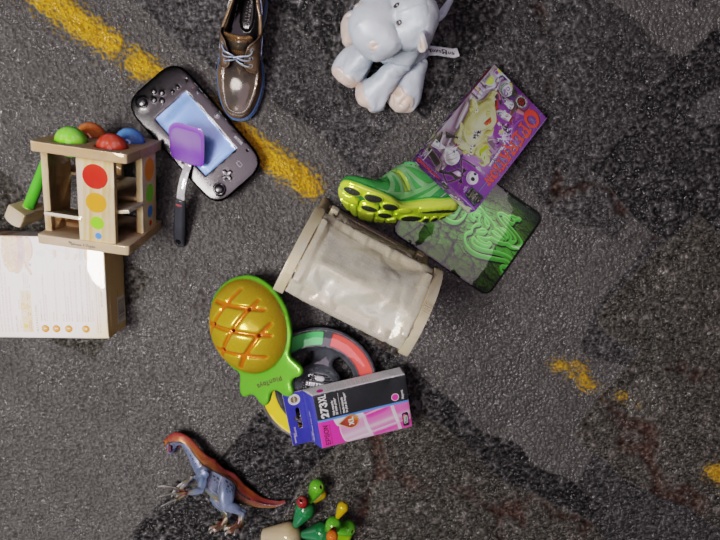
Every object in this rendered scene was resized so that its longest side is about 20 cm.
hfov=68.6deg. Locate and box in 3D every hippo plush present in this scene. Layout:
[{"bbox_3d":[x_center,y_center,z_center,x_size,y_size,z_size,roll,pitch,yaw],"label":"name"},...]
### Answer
[{"bbox_3d":[0.057,-0.308,0.736,0.199,0.161,0.160,-9,100,-1],"label":"hippo plush"}]

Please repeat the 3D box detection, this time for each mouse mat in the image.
[{"bbox_3d":[0.174,-0.076,0.860,0.200,0.008,0.161,33,96,-9],"label":"mouse mat"}]

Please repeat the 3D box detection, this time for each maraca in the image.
[{"bbox_3d":[-0.162,0.105,0.814,0.137,0.107,0.201,-23,85,20],"label":"maraca"}]

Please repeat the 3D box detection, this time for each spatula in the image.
[{"bbox_3d":[-0.267,-0.123,0.793,0.056,0.021,0.201,18,117,5],"label":"spatula"}]

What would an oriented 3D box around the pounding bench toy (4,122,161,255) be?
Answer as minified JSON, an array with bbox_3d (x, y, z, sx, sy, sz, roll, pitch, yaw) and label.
[{"bbox_3d":[-0.401,-0.128,0.745,0.199,0.124,0.157,8,112,-2],"label":"pounding bench toy"}]

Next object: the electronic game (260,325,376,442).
[{"bbox_3d":[-0.070,0.190,0.874,0.199,0.042,0.201,0,99,-3],"label":"electronic game"}]

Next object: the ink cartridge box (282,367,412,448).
[{"bbox_3d":[-0.019,0.225,0.852,0.199,0.037,0.095,-11,104,-6],"label":"ink cartridge box"}]

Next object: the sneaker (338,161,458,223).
[{"bbox_3d":[0.054,-0.119,0.794,0.199,0.074,0.084,2,66,-28],"label":"sneaker"}]

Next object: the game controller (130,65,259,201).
[{"bbox_3d":[-0.246,-0.205,0.796,0.104,0.042,0.200,-39,100,9],"label":"game controller"}]

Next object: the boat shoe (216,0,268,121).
[{"bbox_3d":[-0.177,-0.322,0.766,0.072,0.072,0.201,4,99,-3],"label":"boat shoe"}]

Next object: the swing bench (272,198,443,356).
[{"bbox_3d":[0.000,0.000,0.764,0.198,0.200,0.130,28,97,-7],"label":"swing bench"}]

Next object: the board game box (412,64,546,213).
[{"bbox_3d":[0.183,-0.199,0.799,0.120,0.032,0.200,42,76,-13],"label":"board game box"}]

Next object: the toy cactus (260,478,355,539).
[{"bbox_3d":[-0.089,0.460,0.901,0.164,0.102,0.201,-9,109,8],"label":"toy cactus"}]

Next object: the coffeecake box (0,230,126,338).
[{"bbox_3d":[-0.475,0.020,0.807,0.199,0.073,0.154,1,100,-3],"label":"coffeecake box"}]

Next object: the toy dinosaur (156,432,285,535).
[{"bbox_3d":[-0.254,0.348,0.894,0.199,0.105,0.182,-14,87,-38],"label":"toy dinosaur"}]
